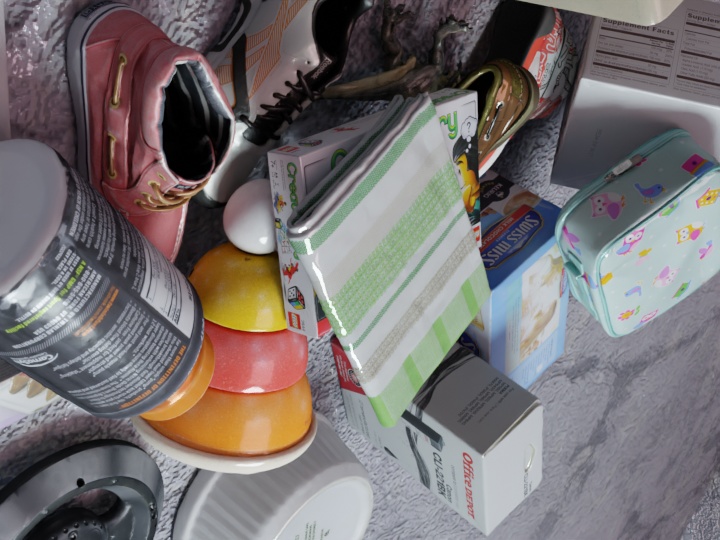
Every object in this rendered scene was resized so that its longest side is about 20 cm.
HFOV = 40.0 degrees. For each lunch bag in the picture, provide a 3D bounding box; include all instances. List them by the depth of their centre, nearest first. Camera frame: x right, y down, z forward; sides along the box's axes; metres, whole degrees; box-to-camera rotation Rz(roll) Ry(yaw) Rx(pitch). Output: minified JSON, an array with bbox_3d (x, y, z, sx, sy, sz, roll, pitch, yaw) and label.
[{"bbox_3d":[0.259,-0.029,0.914,0.159,0.077,0.200,-33,145,1],"label":"lunch bag"}]

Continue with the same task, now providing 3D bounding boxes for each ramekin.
[{"bbox_3d":[-0.073,0.237,0.943,0.201,0.094,0.204,-34,141,-33],"label":"ramekin"}]

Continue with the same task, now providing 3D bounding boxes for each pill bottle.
[{"bbox_3d":[-0.161,0.021,0.585,0.107,0.106,0.200,-50,145,-11],"label":"pill bottle"}]

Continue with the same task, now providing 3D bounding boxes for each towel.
[{"bbox_3d":[0.025,-0.004,0.695,0.149,0.030,0.201,-48,137,-26],"label":"towel"}]

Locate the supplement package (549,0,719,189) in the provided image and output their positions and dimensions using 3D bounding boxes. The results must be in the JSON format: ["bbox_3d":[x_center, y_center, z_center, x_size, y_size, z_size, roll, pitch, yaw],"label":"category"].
[{"bbox_3d":[0.280,-0.160,0.952,0.200,0.153,0.112,84,21,-69],"label":"supplement package"}]

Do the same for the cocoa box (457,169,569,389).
[{"bbox_3d":[0.123,0.024,0.991,0.133,0.131,0.202,-38,142,-28],"label":"cocoa box"}]

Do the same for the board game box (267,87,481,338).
[{"bbox_3d":[0.018,-0.048,0.717,0.199,0.034,0.128,-28,121,-43],"label":"board game box"}]

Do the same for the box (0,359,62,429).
[{"bbox_3d":[-0.238,0.076,0.640,0.199,0.041,0.039,-29,137,-39],"label":"box"}]

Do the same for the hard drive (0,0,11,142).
[{"bbox_3d":[-0.250,-0.055,0.528,0.131,0.026,0.202,-23,134,-42],"label":"hard drive"}]

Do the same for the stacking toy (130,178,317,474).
[{"bbox_3d":[-0.086,0.029,0.717,0.145,0.145,0.203,-10,120,-49],"label":"stacking toy"}]

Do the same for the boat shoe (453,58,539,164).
[{"bbox_3d":[0.066,-0.099,0.846,0.068,0.072,0.201,-4,135,-55],"label":"boat shoe"}]

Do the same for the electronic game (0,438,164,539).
[{"bbox_3d":[-0.233,0.219,0.762,0.199,0.041,0.202,-35,142,-34],"label":"electronic game"}]

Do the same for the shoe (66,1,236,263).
[{"bbox_3d":[-0.129,-0.061,0.624,0.071,0.091,0.202,-31,139,-34],"label":"shoe"}]

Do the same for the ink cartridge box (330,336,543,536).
[{"bbox_3d":[0.074,0.139,0.958,0.084,0.199,0.145,-39,143,-25],"label":"ink cartridge box"}]

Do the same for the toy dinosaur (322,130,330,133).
[{"bbox_3d":[0.000,0.000,0.782,0.106,0.180,0.200,-69,-165,-17],"label":"toy dinosaur"}]

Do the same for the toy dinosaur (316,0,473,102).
[{"bbox_3d":[0.039,-0.169,0.804,0.198,0.047,0.089,-9,130,-46],"label":"toy dinosaur"}]

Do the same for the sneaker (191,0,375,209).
[{"bbox_3d":[-0.062,-0.129,0.671,0.073,0.080,0.202,9,111,-57],"label":"sneaker"}]

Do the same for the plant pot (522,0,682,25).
[{"bbox_3d":[0.183,-0.330,0.738,0.200,0.199,0.178,-43,134,-20],"label":"plant pot"}]

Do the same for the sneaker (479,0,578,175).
[{"bbox_3d":[0.139,-0.148,0.924,0.108,0.067,0.204,26,89,-56],"label":"sneaker"}]
